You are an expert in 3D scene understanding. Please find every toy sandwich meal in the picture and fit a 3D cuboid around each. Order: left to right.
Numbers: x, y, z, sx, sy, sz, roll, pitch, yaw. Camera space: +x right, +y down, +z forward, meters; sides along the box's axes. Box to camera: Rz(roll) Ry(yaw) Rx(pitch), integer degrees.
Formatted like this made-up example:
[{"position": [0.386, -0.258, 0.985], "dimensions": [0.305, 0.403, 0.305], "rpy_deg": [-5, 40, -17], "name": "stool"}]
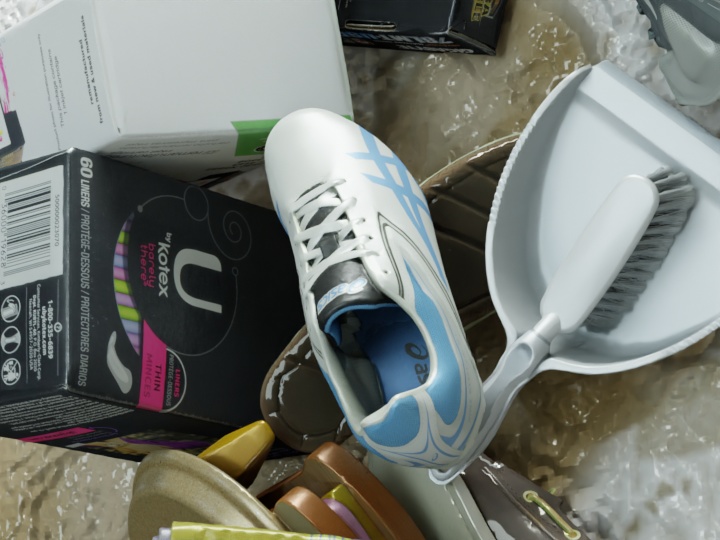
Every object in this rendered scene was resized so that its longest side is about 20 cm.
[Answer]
[{"position": [-0.035, 0.154, 1.309], "dimensions": [0.205, 0.070, 0.206], "rpy_deg": [39, 149, 29], "name": "toy sandwich meal"}]

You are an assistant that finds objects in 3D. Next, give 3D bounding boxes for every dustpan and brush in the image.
[{"position": [0.097, 0.017, 1.241], "dimensions": [0.139, 0.057, 0.200], "rpy_deg": [38, 103, 21], "name": "dustpan and brush"}]

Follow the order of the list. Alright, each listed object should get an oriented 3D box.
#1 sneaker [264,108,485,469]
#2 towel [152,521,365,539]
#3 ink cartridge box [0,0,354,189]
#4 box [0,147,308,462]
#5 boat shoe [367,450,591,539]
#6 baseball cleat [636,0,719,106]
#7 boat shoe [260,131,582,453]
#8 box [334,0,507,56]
[{"position": [0.000, 0.000, 1.241], "dimensions": [0.072, 0.072, 0.201], "rpy_deg": [-33, 58, 15], "name": "sneaker"}, {"position": [0.000, 0.184, 1.184], "dimensions": [0.199, 0.023, 0.144], "rpy_deg": [4, 104, 3], "name": "towel"}, {"position": [-0.121, -0.085, 1.382], "dimensions": [0.200, 0.144, 0.084], "rpy_deg": [-20, 79, 53], "name": "ink cartridge box"}, {"position": [-0.112, 0.025, 1.346], "dimensions": [0.106, 0.200, 0.123], "rpy_deg": [-12, 72, 37], "name": "box"}, {"position": [0.075, 0.134, 1.258], "dimensions": [0.200, 0.059, 0.072], "rpy_deg": [46, 142, 39], "name": "boat shoe"}, {"position": [0.137, -0.136, 1.264], "dimensions": [0.200, 0.069, 0.107], "rpy_deg": [-138, 39, -58], "name": "baseball cleat"}, {"position": [0.029, 0.007, 1.320], "dimensions": [0.200, 0.076, 0.072], "rpy_deg": [-40, 86, 2], "name": "boat shoe"}, {"position": [0.005, -0.218, 1.407], "dimensions": [0.198, 0.050, 0.201], "rpy_deg": [8, 85, 40], "name": "box"}]
